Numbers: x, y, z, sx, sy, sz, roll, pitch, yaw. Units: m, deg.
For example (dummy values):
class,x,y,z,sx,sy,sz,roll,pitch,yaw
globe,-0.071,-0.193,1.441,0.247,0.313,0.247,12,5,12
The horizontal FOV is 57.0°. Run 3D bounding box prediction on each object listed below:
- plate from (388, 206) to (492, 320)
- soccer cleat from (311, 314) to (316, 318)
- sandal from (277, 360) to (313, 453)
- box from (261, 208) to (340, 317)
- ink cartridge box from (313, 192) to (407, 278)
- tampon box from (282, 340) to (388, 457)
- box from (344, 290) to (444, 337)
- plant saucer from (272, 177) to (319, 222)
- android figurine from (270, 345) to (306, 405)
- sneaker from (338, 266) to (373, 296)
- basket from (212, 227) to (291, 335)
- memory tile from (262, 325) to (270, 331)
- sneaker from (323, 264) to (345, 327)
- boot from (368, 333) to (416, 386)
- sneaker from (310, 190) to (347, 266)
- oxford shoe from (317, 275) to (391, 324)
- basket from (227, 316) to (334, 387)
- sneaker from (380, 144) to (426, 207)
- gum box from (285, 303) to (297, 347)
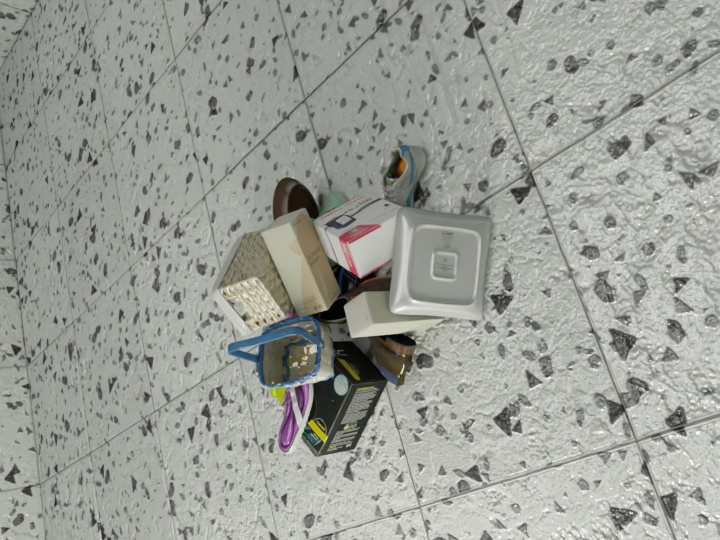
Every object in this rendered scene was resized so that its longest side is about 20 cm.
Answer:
class,x,y,z,sx,sy,sz,roll,pitch,yaw
plate,0.158,-0.011,1.273,0.032,0.194,0.206,-172,88,-79
soccer cleat,-0.135,0.057,1.606,0.081,0.066,0.205,36,126,45
sandal,-0.150,0.304,1.458,0.081,0.049,0.209,11,92,43
box,-0.124,-0.016,1.401,0.076,0.095,0.204,-15,108,25
ink cartridge box,0.006,-0.078,1.358,0.199,0.143,0.086,33,148,61
tampon box,-0.059,0.285,1.494,0.149,0.124,0.204,40,113,37
box,0.069,0.085,1.331,0.082,0.196,0.070,-34,64,44
plant saucer,-0.142,-0.121,1.561,0.031,0.199,0.206,-10,80,25
android figurine,-0.163,0.266,1.655,0.179,0.040,0.206,-15,79,42
sneaker,0.000,0.000,1.496,0.077,0.069,0.206,-3,84,50
basket,-0.212,0.015,1.432,0.121,0.137,0.202,-16,34,26
memory tile,-0.223,0.150,1.601,0.153,0.016,0.205,-152,48,-69
sneaker,-0.061,0.029,1.543,0.071,0.082,0.206,-6,83,42
boot,0.041,0.169,1.440,0.199,0.073,0.100,29,114,53
sneaker,-0.093,-0.122,1.532,0.073,0.117,0.205,-31,43,39
oxford shoe,-0.002,0.070,1.441,0.196,0.073,0.073,-25,92,3
basket,-0.154,0.167,1.364,0.172,0.199,0.143,-14,68,22
sneaker,0.076,-0.170,1.426,0.076,0.080,0.205,26,111,40
gum box,-0.198,0.095,1.612,0.201,0.065,0.116,-128,27,-53
